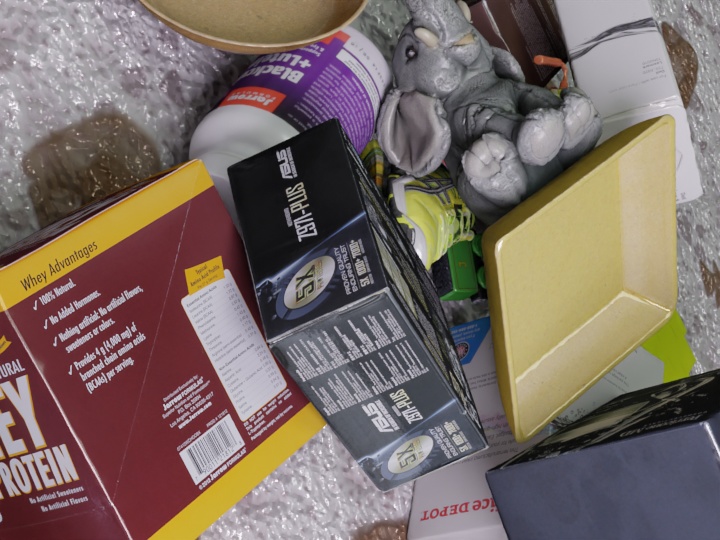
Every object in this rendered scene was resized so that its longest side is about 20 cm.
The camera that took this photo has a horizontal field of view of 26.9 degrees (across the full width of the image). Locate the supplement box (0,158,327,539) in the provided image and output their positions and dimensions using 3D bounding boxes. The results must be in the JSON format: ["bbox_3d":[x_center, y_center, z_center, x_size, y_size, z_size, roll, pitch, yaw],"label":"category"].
[{"bbox_3d":[-0.160,0.067,0.966,0.197,0.133,0.200,-37,104,-47],"label":"supplement box"}]

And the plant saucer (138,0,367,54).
[{"bbox_3d":[-0.091,-0.227,1.158,0.200,0.035,0.200,7,48,-8],"label":"plant saucer"}]

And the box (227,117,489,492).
[{"bbox_3d":[-0.001,0.027,1.026,0.200,0.086,0.164,57,12,-47],"label":"box"}]

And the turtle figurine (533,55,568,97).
[{"bbox_3d":[0.161,-0.091,1.256,0.200,0.064,0.162,61,10,-76],"label":"turtle figurine"}]

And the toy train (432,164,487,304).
[{"bbox_3d":[0.079,-0.066,1.344,0.056,0.042,0.200,0,71,-28],"label":"toy train"}]

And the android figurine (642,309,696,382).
[{"bbox_3d":[0.276,0.077,1.508,0.200,0.041,0.182,57,43,-17],"label":"android figurine"}]

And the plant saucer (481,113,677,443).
[{"bbox_3d":[0.161,0.000,1.143,0.200,0.048,0.200,-35,134,-29],"label":"plant saucer"}]

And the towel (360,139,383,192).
[{"bbox_3d":[0.000,0.000,1.208,0.018,0.086,0.200,6,69,-12],"label":"towel"}]

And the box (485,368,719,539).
[{"bbox_3d":[0.237,0.153,1.095,0.196,0.200,0.124,-22,90,-47],"label":"box"}]

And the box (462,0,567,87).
[{"bbox_3d":[0.134,-0.213,1.400,0.100,0.075,0.200,63,26,-10],"label":"box"}]

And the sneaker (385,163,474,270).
[{"bbox_3d":[0.057,-0.047,1.221,0.200,0.076,0.076,-79,175,-67],"label":"sneaker"}]

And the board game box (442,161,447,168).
[{"bbox_3d":[0.115,-0.060,1.268,0.200,0.019,0.103,49,13,12],"label":"board game box"}]

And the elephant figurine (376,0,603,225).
[{"bbox_3d":[0.078,-0.135,1.158,0.200,0.155,0.141,41,15,22],"label":"elephant figurine"}]

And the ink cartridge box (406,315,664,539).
[{"bbox_3d":[0.149,0.151,1.260,0.145,0.147,0.200,32,56,-34],"label":"ink cartridge box"}]

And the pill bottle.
[{"bbox_3d":[-0.062,-0.098,1.148,0.111,0.111,0.200,53,44,-20],"label":"pill bottle"}]

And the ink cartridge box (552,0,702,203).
[{"bbox_3d":[0.233,-0.169,1.333,0.146,0.084,0.200,60,18,-51],"label":"ink cartridge box"}]
